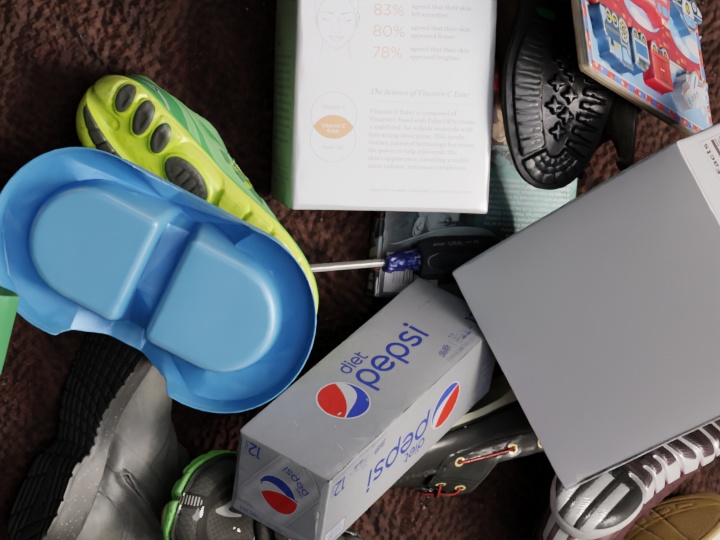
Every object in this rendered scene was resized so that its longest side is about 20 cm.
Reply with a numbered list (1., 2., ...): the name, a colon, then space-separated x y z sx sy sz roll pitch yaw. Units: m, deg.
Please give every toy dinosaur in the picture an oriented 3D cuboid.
1. toy dinosaur: 0.154 -0.118 1.437 0.077 0.200 0.102 36 106 -1

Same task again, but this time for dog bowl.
1. dog bowl: -0.117 0.002 1.317 0.199 0.050 0.112 27 102 2

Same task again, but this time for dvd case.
1. dvd case: 0.079 -0.080 1.490 0.145 0.022 0.201 2 95 -25

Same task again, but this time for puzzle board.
1. puzzle board: 0.170 -0.170 1.378 0.200 0.017 0.151 20 61 -60

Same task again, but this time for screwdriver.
1. screwdriver: 0.000 0.000 1.439 0.199 0.028 0.029 -10 73 -22

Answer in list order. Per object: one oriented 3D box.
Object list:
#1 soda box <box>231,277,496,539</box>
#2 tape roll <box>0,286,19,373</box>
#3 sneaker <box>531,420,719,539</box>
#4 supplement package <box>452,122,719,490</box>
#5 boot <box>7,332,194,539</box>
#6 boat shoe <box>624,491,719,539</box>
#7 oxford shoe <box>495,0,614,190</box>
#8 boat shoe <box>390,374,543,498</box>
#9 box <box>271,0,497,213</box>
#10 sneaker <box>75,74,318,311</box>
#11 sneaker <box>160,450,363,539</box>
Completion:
1. soda box: 0.006 0.085 1.385 0.200 0.068 0.064 -40 148 -45
2. tape roll: -0.288 0.012 1.233 0.200 0.200 0.048 14 91 -25
3. sneaker: 0.172 0.148 1.543 0.200 0.076 0.116 -29 154 -45
4. supplement package: 0.184 0.017 1.370 0.111 0.200 0.156 -24 85 -47
5. boot: -0.125 0.110 1.408 0.130 0.068 0.201 30 83 -37
6. boat shoe: 0.182 0.230 1.556 0.200 0.074 0.069 -35 122 -16
7. oxford shoe: 0.112 -0.145 1.391 0.072 0.084 0.201 5 80 -18
8. boat shoe: 0.059 0.118 1.477 0.201 0.074 0.063 -20 97 -26
9. box: 0.013 -0.139 1.395 0.124 0.097 0.201 1 96 -10
10. sneaker: -0.089 -0.043 1.375 0.074 0.084 0.200 -32 101 21
11. sneaker: -0.044 0.167 1.405 0.200 0.084 0.077 30 78 -45
